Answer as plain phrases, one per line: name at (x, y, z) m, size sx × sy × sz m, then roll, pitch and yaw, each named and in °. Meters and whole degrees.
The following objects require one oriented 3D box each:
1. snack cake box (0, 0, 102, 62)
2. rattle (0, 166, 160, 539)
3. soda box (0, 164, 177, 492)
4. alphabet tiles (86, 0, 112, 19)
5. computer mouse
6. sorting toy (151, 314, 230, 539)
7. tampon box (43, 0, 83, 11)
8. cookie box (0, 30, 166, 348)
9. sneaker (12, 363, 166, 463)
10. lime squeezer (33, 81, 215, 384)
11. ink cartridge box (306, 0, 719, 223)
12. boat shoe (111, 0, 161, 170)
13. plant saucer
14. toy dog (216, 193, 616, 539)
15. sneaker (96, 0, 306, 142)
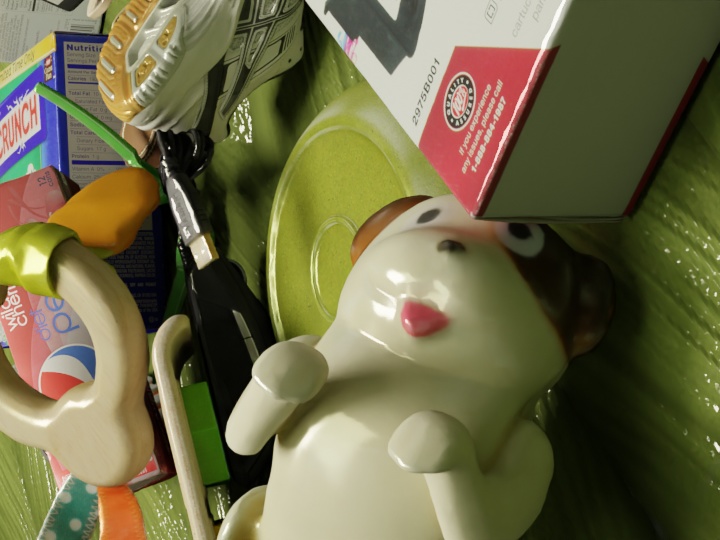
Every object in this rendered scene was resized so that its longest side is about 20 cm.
snack cake box at (-0.236, -0.250, 1.035) m, size 0.067 × 0.115 × 0.200 m, roll 48°, pitch 130°, yaw 47°
rattle at (-0.146, 0.060, 0.836) m, size 0.200 × 0.130 × 0.143 m, roll 63°, pitch -166°, yaw -9°
soda box at (-0.176, 0.042, 0.892) m, size 0.070 × 0.063 × 0.200 m, roll 73°, pitch 177°, yaw -82°
alphabet tiles at (-0.121, -0.253, 0.874) m, size 0.200 × 0.015 × 0.196 m, roll -16°, pitch 56°, yaw 61°
computer mouse at (-0.070, 0.015, 0.798) m, size 0.140 × 0.046 × 0.200 m, roll 117°, pitch 139°, yaw -77°
sorting toy at (-0.083, 0.131, 0.812) m, size 0.185 × 0.036 × 0.200 m, roll 123°, pitch 137°, yaw -80°
tampon box at (-0.183, -0.278, 0.820) m, size 0.126 × 0.150 × 0.200 m, roll -14°, pitch 58°, yaw 61°
cookie box at (-0.204, -0.051, 1.027) m, size 0.171 × 0.075 × 0.200 m, roll -13°, pitch 80°, yaw 60°
sneaker at (-0.181, 0.112, 1.009) m, size 0.200 × 0.078 × 0.077 m, roll 24°, pitch 125°, yaw 60°
lime squeezer at (-0.132, -0.035, 0.909) m, size 0.071 × 0.038 × 0.200 m, roll -19°, pitch 98°, yaw 21°
ink cartridge box at (0.055, -0.135, 0.592) m, size 0.200 × 0.083 × 0.146 m, roll 56°, pitch 136°, yaw 41°
boat shoe at (-0.115, -0.139, 0.878) m, size 0.200 × 0.074 × 0.076 m, roll -57°, pitch 45°, yaw 42°
plant saucer at (0.000, 0.000, 0.737) m, size 0.200 × 0.031 × 0.200 m, roll 5°, pitch 96°, yaw 58°
toy dog at (0.030, 0.068, 0.591) m, size 0.139 × 0.194 × 0.200 m, roll 23°, pitch 99°, yaw 32°
sneaker at (-0.056, -0.155, 0.788) m, size 0.200 × 0.088 × 0.076 m, roll -48°, pitch 49°, yaw 18°
